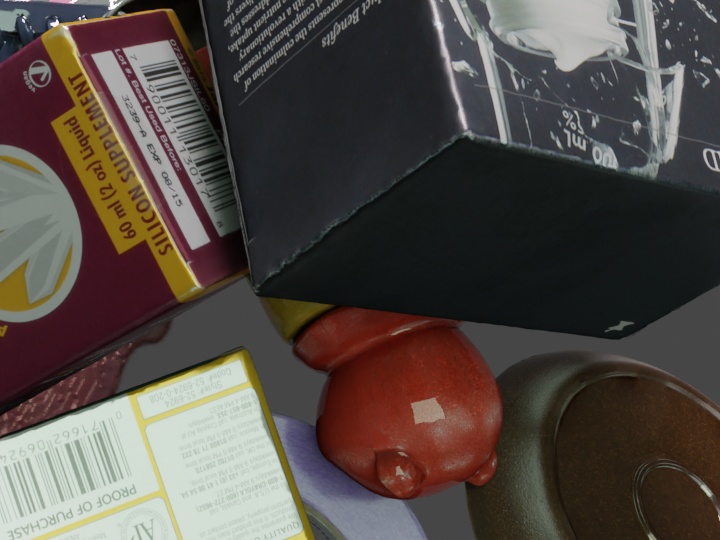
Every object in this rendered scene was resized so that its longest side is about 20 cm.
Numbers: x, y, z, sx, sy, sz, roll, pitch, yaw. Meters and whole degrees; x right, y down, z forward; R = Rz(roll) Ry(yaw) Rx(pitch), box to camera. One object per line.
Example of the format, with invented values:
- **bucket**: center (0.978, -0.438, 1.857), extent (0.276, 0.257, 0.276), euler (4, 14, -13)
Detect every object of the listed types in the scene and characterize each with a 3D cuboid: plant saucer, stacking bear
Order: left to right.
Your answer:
- **stacking bear**: center (0.000, 0.000, 0.702), extent (0.121, 0.113, 0.202), euler (4, 63, -56)
- **plant saucer**: center (0.136, 0.115, 0.739), extent (0.199, 0.032, 0.202), euler (21, 46, -23)

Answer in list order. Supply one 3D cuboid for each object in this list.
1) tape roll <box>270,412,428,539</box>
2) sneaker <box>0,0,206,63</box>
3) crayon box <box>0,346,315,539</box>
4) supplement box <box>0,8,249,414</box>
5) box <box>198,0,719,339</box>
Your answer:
- **tape roll**: center (-0.063, 0.163, 0.724), extent (0.198, 0.066, 0.202), euler (2, 82, -14)
- **sneaker**: center (-0.138, -0.104, 0.713), extent (0.198, 0.082, 0.071), euler (-13, 126, -24)
- **crayon box**: center (-0.073, 0.148, 0.665), extent (0.125, 0.052, 0.202), euler (-19, 86, -15)
- **supplement box**: center (-0.142, -0.007, 0.664), extent (0.199, 0.086, 0.111), euler (-29, 90, 26)
- **box**: center (0.051, -0.092, 0.631), extent (0.199, 0.124, 0.198), euler (8, 61, -39)
